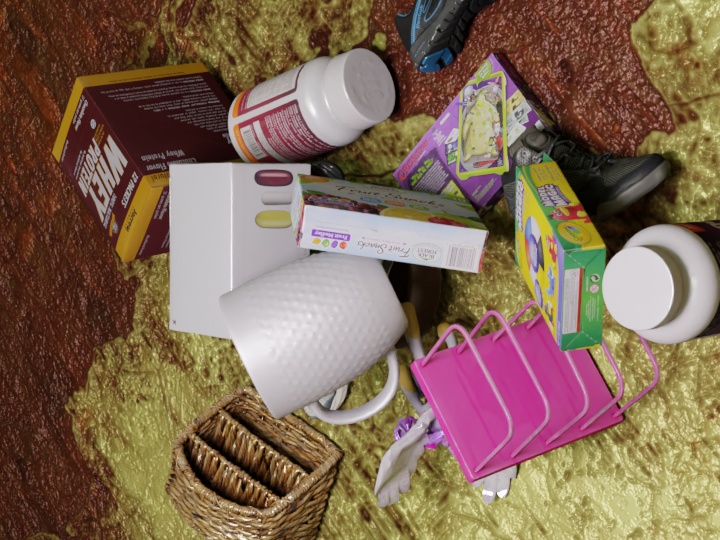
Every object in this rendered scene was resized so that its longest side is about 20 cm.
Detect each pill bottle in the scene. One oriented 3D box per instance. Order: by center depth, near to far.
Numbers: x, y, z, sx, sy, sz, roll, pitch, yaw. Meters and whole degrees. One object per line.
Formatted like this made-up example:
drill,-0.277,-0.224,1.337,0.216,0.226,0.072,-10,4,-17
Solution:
pill bottle,0.317,0.009,1.476,0.112,0.199,0.114,4,96,42
pill bottle,-0.059,-0.194,1.867,0.199,0.109,0.111,-17,82,42

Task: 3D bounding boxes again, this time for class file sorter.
file sorter,0.183,0.103,1.586,0.140,0.199,0.126,63,151,18

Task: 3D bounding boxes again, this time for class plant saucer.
plant saucer,0.017,-0.003,1.848,0.199,0.032,0.202,13,108,46

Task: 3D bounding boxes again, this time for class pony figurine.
pony figurine,0.088,0.163,1.732,0.201,0.165,0.194,-109,15,-46

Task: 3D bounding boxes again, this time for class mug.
mug,-0.033,0.078,1.677,0.201,0.174,0.148,64,-179,-21

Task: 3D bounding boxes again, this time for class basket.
basket,-0.147,0.255,1.962,0.199,0.142,0.150,33,115,36

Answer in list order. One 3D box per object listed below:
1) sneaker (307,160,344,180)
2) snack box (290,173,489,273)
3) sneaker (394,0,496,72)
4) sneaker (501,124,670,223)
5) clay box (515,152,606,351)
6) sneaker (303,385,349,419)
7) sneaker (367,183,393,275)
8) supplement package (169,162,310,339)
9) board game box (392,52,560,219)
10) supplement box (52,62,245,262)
sneaker,-0.075,-0.077,1.902,0.074,0.089,0.200,40,129,-3
snack box,0.028,-0.052,1.674,0.142,0.198,0.053,-111,31,-73
sneaker,0.105,-0.317,1.731,0.200,0.073,0.082,-49,61,33
sneaker,0.225,-0.105,1.621,0.199,0.076,0.115,-17,105,46
clay box,0.192,-0.023,1.531,0.200,0.047,0.116,-110,15,-58
sneaker,-0.065,0.101,1.891,0.078,0.086,0.201,38,136,41
sneaker,0.000,0.000,1.788,0.085,0.074,0.202,-178,93,-76
supplement package,-0.144,-0.026,1.815,0.155,0.110,0.202,4,95,56
board game box,0.128,-0.134,1.755,0.200,0.032,0.120,-49,66,33
supplement box,-0.252,-0.142,1.977,0.200,0.196,0.133,53,135,26
